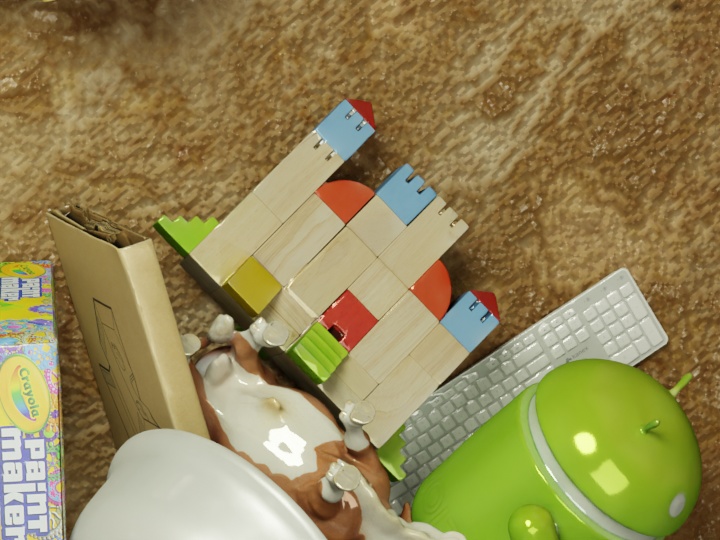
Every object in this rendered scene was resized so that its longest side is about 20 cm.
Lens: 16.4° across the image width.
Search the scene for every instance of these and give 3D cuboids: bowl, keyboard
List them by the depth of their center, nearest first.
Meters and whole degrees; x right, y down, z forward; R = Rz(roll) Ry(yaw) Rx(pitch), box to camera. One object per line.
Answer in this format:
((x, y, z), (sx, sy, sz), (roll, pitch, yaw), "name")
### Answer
((-0.086, 0.188, 1.261), (0.090, 0.201, 0.202), (-37, 107, -34), "bowl")
((0.086, 0.074, 1.467), (0.199, 0.011, 0.056), (-33, 104, 0), "keyboard")

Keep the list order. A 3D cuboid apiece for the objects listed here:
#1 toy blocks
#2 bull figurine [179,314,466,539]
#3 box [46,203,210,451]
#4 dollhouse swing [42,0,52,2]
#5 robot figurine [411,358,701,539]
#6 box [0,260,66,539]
((0.000, 0.000, 1.405), (0.137, 0.100, 0.200), (-45, 94, -12), "toy blocks")
((-0.029, 0.100, 1.346), (0.200, 0.122, 0.065), (34, 62, 17), "bull figurine")
((-0.117, 0.068, 1.359), (0.021, 0.163, 0.201), (-19, 104, -17), "box")
((-0.171, -0.257, 1.352), (0.181, 0.175, 0.201), (-29, 108, -44), "dollhouse swing")
((0.109, 0.130, 1.409), (0.116, 0.175, 0.200), (46, 118, -1), "robot figurine")
((-0.254, 0.074, 1.322), (0.191, 0.200, 0.123), (-2, 102, -7), "box")
